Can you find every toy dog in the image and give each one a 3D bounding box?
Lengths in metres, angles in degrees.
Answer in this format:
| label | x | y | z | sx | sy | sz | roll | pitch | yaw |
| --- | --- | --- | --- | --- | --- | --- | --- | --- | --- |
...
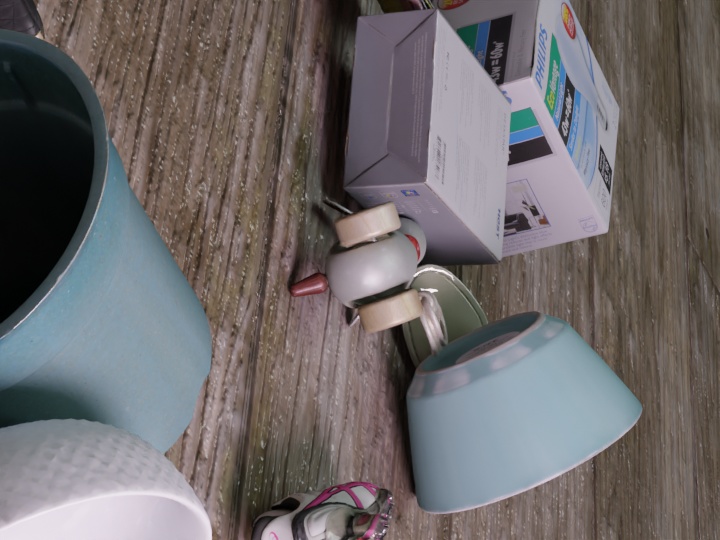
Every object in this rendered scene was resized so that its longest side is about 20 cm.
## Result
| label | x | y | z | sx | sy | sz | roll | pitch | yaw |
| --- | --- | --- | --- | --- | --- | --- | --- | --- | --- |
| toy dog | 0.000 | 0.000 | 1.647 | 0.200 | 0.096 | 0.133 | 51 | 27 | -72 |

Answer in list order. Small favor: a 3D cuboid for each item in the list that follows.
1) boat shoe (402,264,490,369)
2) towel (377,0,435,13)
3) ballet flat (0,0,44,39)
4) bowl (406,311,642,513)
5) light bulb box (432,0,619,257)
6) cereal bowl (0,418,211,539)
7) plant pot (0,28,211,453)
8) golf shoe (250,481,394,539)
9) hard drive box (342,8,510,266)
| label | x | y | z | sx | sy | sz | roll | pitch | yaw |
| --- | --- | --- | --- | --- | --- | --- | --- | --- | --- |
| boat shoe | 0.086 | 0.074 | 1.801 | 0.200 | 0.074 | 0.066 | 55 | 1 | -21 |
| towel | 0.005 | -0.295 | 1.785 | 0.201 | 0.023 | 0.144 | 63 | -6 | -6 |
| ballet flat | -0.247 | -0.189 | 1.232 | 0.067 | 0.057 | 0.200 | 57 | 5 | 34 |
| bowl | 0.116 | 0.104 | 1.690 | 0.106 | 0.200 | 0.201 | 64 | 24 | -7 |
| light bulb box | 0.154 | -0.157 | 2.014 | 0.200 | 0.124 | 0.199 | 59 | 28 | -36 |
| cereal bowl | -0.178 | 0.139 | 1.018 | 0.084 | 0.200 | 0.200 | 56 | 13 | 28 |
| plant pot | -0.180 | 0.012 | 1.085 | 0.196 | 0.199 | 0.201 | 55 | 29 | -55 |
| golf shoe | -0.026 | 0.178 | 1.462 | 0.200 | 0.092 | 0.073 | 37 | 70 | -86 |
| hard drive box | 0.061 | -0.108 | 1.779 | 0.200 | 0.076 | 0.157 | 42 | 49 | -60 |
